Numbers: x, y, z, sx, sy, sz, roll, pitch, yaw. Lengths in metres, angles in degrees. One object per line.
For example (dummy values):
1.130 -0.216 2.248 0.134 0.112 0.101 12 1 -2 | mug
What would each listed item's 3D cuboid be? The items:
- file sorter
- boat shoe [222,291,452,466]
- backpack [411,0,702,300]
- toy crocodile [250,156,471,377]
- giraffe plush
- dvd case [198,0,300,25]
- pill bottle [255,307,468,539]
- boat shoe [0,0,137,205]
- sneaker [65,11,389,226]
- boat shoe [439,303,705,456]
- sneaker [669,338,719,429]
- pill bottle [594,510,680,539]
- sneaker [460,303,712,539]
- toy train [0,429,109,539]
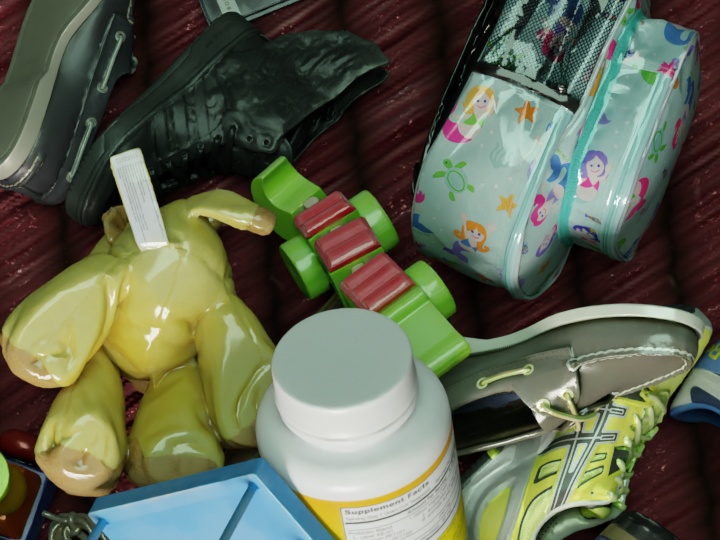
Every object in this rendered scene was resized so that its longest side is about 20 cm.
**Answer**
-0.065 0.224 1.576 0.200 0.138 0.123 51 46 -23 | file sorter
-0.034 0.081 1.719 0.200 0.072 0.068 -44 57 -14 | boat shoe
0.113 -0.081 1.697 0.150 0.178 0.201 29 82 13 | backpack
0.000 0.000 1.679 0.067 0.062 0.200 -32 44 -6 | toy crocodile
-0.127 0.025 1.692 0.171 0.162 0.201 -1 94 -7 | giraffe plush
-0.030 -0.253 1.823 0.199 0.016 0.149 -23 78 -5 | dvd case
0.001 0.118 1.604 0.109 0.201 0.110 -5 44 5 | pill bottle
-0.174 -0.134 1.786 0.063 0.072 0.201 36 69 -34 | boat shoe
-0.081 -0.083 1.759 0.104 0.060 0.200 38 76 14 | sneaker
0.105 0.066 1.642 0.201 0.072 0.061 -13 57 30 | boat shoe
0.265 0.121 1.698 0.082 0.074 0.200 -38 70 -8 | sneaker
0.124 0.244 1.648 0.200 0.112 0.112 -44 79 -9 | pill bottle
0.141 0.105 1.696 0.200 0.075 0.076 -46 63 1 | sneaker
-0.211 0.130 1.681 0.199 0.116 0.085 18 78 6 | toy train
